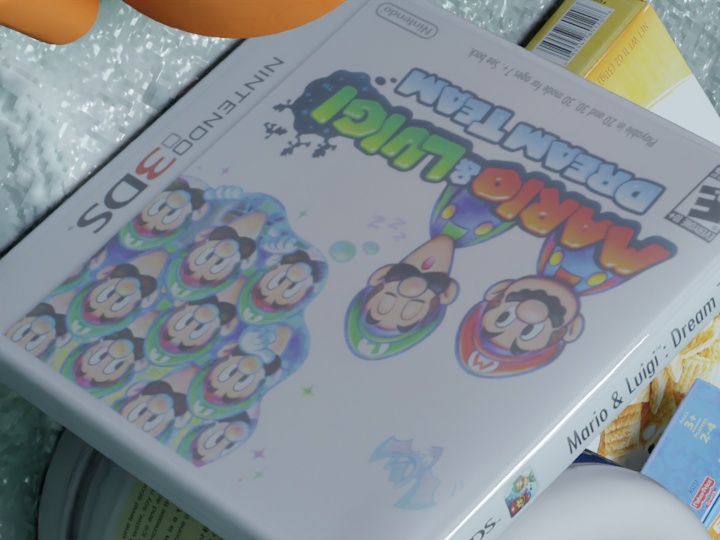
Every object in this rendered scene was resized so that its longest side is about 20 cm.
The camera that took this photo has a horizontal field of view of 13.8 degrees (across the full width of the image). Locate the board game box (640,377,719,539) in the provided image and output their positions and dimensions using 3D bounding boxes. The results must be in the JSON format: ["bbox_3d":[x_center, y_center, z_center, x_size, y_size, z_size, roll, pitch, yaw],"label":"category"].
[{"bbox_3d":[0.138,0.135,1.132,0.152,0.037,0.200,-59,149,0],"label":"board game box"}]

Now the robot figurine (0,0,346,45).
[{"bbox_3d":[-0.047,-0.134,0.828,0.200,0.143,0.117,34,45,-73],"label":"robot figurine"}]

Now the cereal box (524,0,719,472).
[{"bbox_3d":[0.091,0.014,1.082,0.144,0.039,0.200,-50,131,-13],"label":"cereal box"}]

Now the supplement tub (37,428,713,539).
[{"bbox_3d":[0.003,0.102,0.931,0.144,0.200,0.146,-16,116,-35],"label":"supplement tub"}]

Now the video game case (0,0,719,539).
[{"bbox_3d":[0.000,0.000,0.890,0.182,0.200,0.024,-43,139,-20],"label":"video game case"}]
